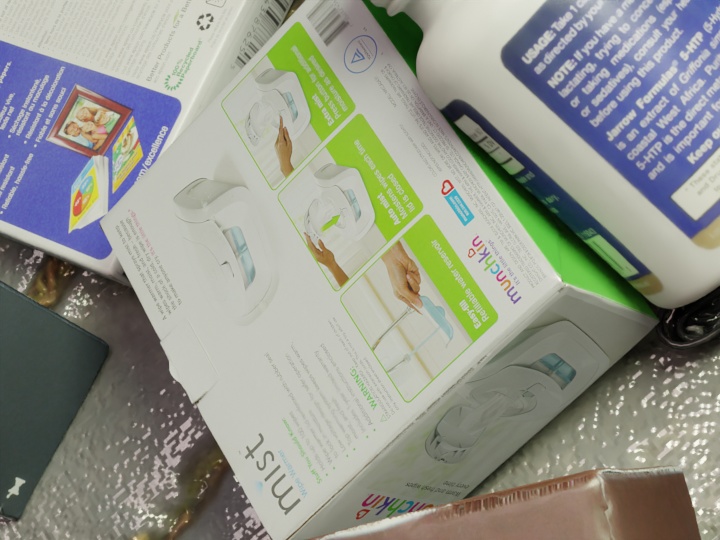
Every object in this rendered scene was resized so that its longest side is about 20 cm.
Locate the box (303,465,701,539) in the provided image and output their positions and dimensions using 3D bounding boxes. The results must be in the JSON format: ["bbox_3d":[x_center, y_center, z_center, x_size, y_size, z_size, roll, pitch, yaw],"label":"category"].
[{"bbox_3d":[0.053,0.187,0.678,0.166,0.164,0.201,-15,80,18],"label":"box"}]

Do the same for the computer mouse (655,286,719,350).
[{"bbox_3d":[0.224,0.058,0.751,0.140,0.046,0.200,-32,54,7],"label":"computer mouse"}]

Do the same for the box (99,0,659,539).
[{"bbox_3d":[0.000,0.000,0.830,0.176,0.097,0.200,-45,57,18],"label":"box"}]

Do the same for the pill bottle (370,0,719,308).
[{"bbox_3d":[0.093,-0.091,0.754,0.200,0.120,0.120,42,91,-5],"label":"pill bottle"}]

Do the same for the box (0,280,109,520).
[{"bbox_3d":[-0.259,0.026,0.934,0.200,0.148,0.107,24,82,31],"label":"box"}]

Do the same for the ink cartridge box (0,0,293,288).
[{"bbox_3d":[-0.155,-0.108,1.002,0.200,0.047,0.198,21,81,33],"label":"ink cartridge box"}]
